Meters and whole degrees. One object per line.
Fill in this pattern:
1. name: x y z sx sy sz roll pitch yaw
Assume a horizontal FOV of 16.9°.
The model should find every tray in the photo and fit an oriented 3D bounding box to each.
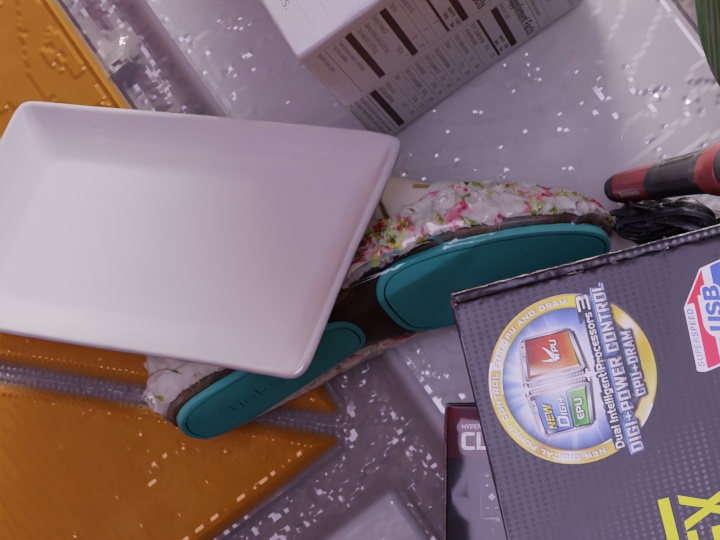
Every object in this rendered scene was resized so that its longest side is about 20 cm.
1. tray: -0.079 -0.012 0.959 0.199 0.022 0.108 7 63 35

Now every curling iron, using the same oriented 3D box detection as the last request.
1. curling iron: 0.146 -0.036 0.881 0.049 0.200 0.026 20 74 -16

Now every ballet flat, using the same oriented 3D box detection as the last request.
1. ballet flat: 0.000 0.000 0.959 0.199 0.076 0.064 -23 60 4

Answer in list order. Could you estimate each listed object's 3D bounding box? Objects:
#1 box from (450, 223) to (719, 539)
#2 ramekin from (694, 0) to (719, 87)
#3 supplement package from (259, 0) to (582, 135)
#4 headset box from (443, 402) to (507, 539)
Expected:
1. box: 0.132 0.087 0.854 0.159 0.044 0.201 -14 81 6
2. ramekin: 0.213 -0.121 0.885 0.198 0.098 0.201 -3 58 5
3. supplement package: -0.015 -0.175 0.938 0.111 0.156 0.201 -34 77 5
4. headset box: 0.108 0.130 0.914 0.148 0.075 0.202 -2 83 11
